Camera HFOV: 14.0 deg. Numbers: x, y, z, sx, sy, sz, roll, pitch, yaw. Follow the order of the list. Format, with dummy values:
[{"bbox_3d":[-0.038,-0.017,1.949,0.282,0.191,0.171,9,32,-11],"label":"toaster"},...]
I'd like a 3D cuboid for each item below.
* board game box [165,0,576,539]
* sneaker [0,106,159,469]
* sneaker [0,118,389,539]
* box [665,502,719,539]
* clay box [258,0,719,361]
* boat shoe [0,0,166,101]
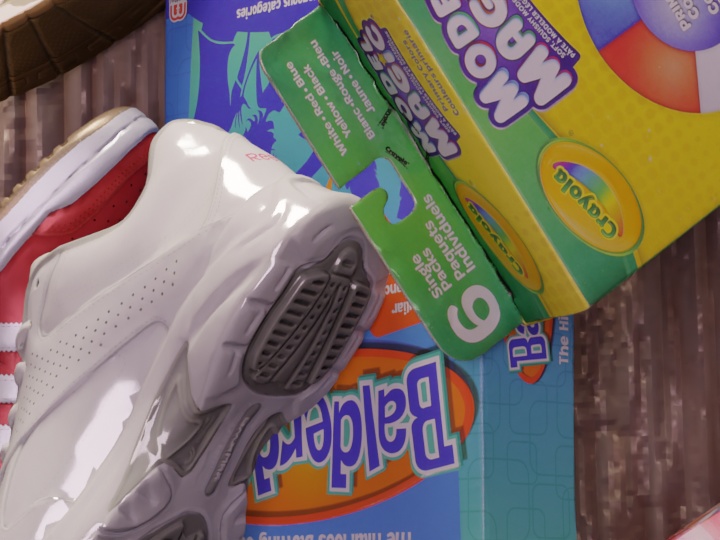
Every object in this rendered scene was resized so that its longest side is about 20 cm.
[{"bbox_3d":[0.000,0.000,0.926,0.152,0.045,0.201,-8,80,47],"label":"board game box"},{"bbox_3d":[-0.097,0.053,0.959,0.112,0.071,0.200,36,96,13],"label":"sneaker"},{"bbox_3d":[-0.076,0.043,0.899,0.099,0.078,0.200,40,97,35],"label":"sneaker"},{"bbox_3d":[0.163,0.158,0.902,0.094,0.103,0.200,-33,82,2],"label":"box"},{"bbox_3d":[0.078,-0.072,0.859,0.200,0.048,0.115,-37,99,-25],"label":"clay box"},{"bbox_3d":[-0.088,-0.123,0.983,0.199,0.074,0.069,-32,78,-8],"label":"boat shoe"}]
